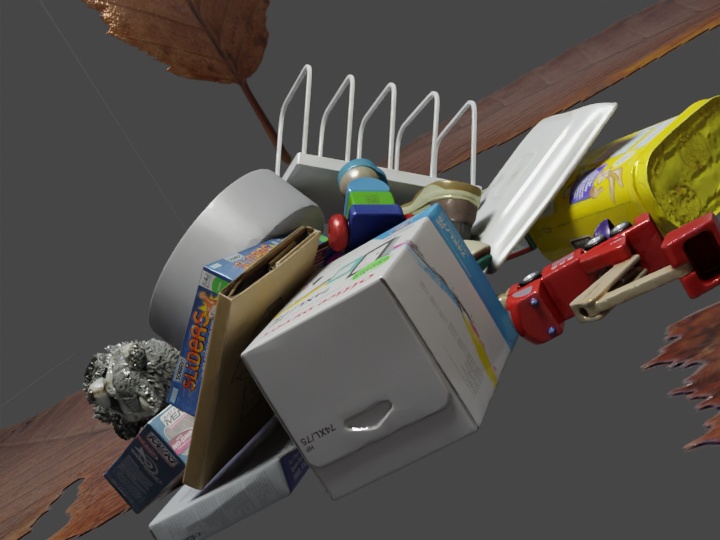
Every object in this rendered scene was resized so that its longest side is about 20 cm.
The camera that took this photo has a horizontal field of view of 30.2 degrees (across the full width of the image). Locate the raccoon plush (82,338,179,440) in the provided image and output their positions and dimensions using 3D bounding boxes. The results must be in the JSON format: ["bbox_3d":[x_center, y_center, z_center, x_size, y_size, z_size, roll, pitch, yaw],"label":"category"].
[{"bbox_3d":[-0.200,0.091,1.377,0.200,0.097,0.134,-40,5,-35],"label":"raccoon plush"}]

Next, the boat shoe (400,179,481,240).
[{"bbox_3d":[0.067,-0.031,1.352,0.201,0.071,0.067,134,148,-66],"label":"boat shoe"}]

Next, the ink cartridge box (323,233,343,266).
[{"bbox_3d":[-0.057,0.059,1.429,0.119,0.042,0.201,-42,-27,-48],"label":"ink cartridge box"}]

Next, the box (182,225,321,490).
[{"bbox_3d":[-0.096,0.076,1.186,0.163,0.021,0.201,-43,-28,-57],"label":"box"}]

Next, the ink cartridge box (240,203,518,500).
[{"bbox_3d":[0.023,0.063,1.117,0.146,0.147,0.200,-29,9,23],"label":"ink cartridge box"}]

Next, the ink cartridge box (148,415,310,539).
[{"bbox_3d":[-0.076,0.168,1.232,0.199,0.041,0.200,-31,7,24],"label":"ink cartridge box"}]

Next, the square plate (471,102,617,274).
[{"bbox_3d":[0.162,-0.086,1.334,0.201,0.028,0.198,-53,8,-3],"label":"square plate"}]

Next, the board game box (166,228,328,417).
[{"bbox_3d":[-0.099,0.043,1.237,0.200,0.034,0.136,-26,-43,-64],"label":"board game box"}]

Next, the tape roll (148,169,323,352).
[{"bbox_3d":[-0.121,0.000,1.332,0.201,0.066,0.201,-50,-14,-17],"label":"tape roll"}]

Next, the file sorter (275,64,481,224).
[{"bbox_3d":[0.015,-0.125,1.427,0.198,0.126,0.139,10,-20,-15],"label":"file sorter"}]

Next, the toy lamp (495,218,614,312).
[{"bbox_3d":[0.148,0.023,1.212,0.199,0.059,0.058,-27,10,19],"label":"toy lamp"}]

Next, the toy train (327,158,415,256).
[{"bbox_3d":[0.000,0.000,1.298,0.084,0.201,0.116,0,37,-10],"label":"toy train"}]

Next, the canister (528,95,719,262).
[{"bbox_3d":[0.263,-0.080,1.267,0.148,0.087,0.200,-39,9,-27],"label":"canister"}]

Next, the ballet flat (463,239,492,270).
[{"bbox_3d":[0.071,0.011,1.284,0.069,0.070,0.200,-36,-14,-26],"label":"ballet flat"}]

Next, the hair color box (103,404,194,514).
[{"bbox_3d":[-0.191,0.179,1.382,0.100,0.061,0.200,-41,-3,-33],"label":"hair color box"}]

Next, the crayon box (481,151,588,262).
[{"bbox_3d":[0.166,-0.059,1.586,0.199,0.059,0.172,-23,12,47],"label":"crayon box"}]

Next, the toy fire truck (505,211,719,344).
[{"bbox_3d":[0.207,0.009,1.091,0.199,0.049,0.141,-30,9,18],"label":"toy fire truck"}]
